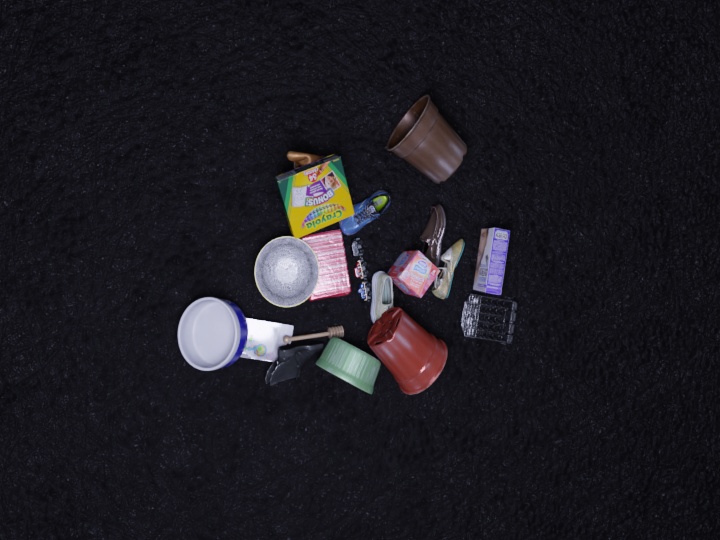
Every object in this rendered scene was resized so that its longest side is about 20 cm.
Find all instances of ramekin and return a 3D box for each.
[{"bbox_3d":[-0.032,0.284,1.612,0.195,0.200,0.100,29,80,-10],"label":"ramekin"}]

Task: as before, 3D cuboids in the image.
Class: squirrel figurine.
[{"bbox_3d":[-0.140,-0.247,1.596,0.191,0.142,0.195,5,98,-8],"label":"squirrel figurine"}]

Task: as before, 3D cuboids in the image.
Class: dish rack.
[{"bbox_3d":[0.427,0.159,1.767,0.192,0.054,0.160,9,90,-9],"label":"dish rack"}]

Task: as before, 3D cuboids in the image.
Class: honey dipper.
[{"bbox_3d":[-0.146,0.204,1.645,0.192,0.038,0.040,-7,94,-21],"label":"honey dipper"}]

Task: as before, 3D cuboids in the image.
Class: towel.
[{"bbox_3d":[-0.111,-0.015,1.667,0.139,0.022,0.209,-10,93,-8],"label":"towel"}]

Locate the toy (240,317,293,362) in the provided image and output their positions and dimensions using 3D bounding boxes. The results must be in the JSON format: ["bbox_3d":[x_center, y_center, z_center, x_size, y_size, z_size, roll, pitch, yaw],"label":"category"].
[{"bbox_3d":[-0.311,0.210,1.625,0.192,0.047,0.120,11,92,-18],"label":"toy"}]

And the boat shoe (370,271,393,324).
[{"bbox_3d":[0.072,0.107,1.670,0.070,0.062,0.209,-14,107,-26],"label":"boat shoe"}]

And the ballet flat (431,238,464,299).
[{"bbox_3d":[0.281,-0.012,1.722,0.068,0.071,0.208,18,91,-11],"label":"ballet flat"}]

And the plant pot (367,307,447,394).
[{"bbox_3d":[0.133,0.232,1.617,0.202,0.200,0.195,-48,112,-5],"label":"plant pot"}]

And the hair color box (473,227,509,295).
[{"bbox_3d":[0.425,-0.031,1.727,0.062,0.109,0.209,9,90,-9],"label":"hair color box"}]

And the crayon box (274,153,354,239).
[{"bbox_3d":[-0.129,-0.213,1.523,0.194,0.058,0.178,-23,116,-13],"label":"crayon box"}]

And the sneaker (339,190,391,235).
[{"bbox_3d":[0.016,-0.186,1.650,0.198,0.089,0.080,-39,98,-7],"label":"sneaker"}]

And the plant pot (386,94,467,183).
[{"bbox_3d":[0.213,-0.391,1.635,0.196,0.200,0.204,36,86,-17],"label":"plant pot"}]

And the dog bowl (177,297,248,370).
[{"bbox_3d":[-0.429,0.183,1.546,0.192,0.079,0.210,-1,85,14],"label":"dog bowl"}]

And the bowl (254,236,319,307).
[{"bbox_3d":[-0.224,0.001,1.608,0.192,0.094,0.210,-1,93,-11],"label":"bowl"}]

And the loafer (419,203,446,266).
[{"bbox_3d":[0.228,-0.112,1.702,0.068,0.073,0.209,5,91,-12],"label":"loafer"}]

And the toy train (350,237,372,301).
[{"bbox_3d":[0.000,0.000,1.683,0.044,0.034,0.209,-12,95,-8],"label":"toy train"}]

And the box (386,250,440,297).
[{"bbox_3d":[0.157,0.008,1.630,0.094,0.200,0.104,40,84,-8],"label":"box"}]

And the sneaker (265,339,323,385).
[{"bbox_3d":[-0.198,0.280,1.620,0.194,0.059,0.109,-5,101,-40],"label":"sneaker"}]
